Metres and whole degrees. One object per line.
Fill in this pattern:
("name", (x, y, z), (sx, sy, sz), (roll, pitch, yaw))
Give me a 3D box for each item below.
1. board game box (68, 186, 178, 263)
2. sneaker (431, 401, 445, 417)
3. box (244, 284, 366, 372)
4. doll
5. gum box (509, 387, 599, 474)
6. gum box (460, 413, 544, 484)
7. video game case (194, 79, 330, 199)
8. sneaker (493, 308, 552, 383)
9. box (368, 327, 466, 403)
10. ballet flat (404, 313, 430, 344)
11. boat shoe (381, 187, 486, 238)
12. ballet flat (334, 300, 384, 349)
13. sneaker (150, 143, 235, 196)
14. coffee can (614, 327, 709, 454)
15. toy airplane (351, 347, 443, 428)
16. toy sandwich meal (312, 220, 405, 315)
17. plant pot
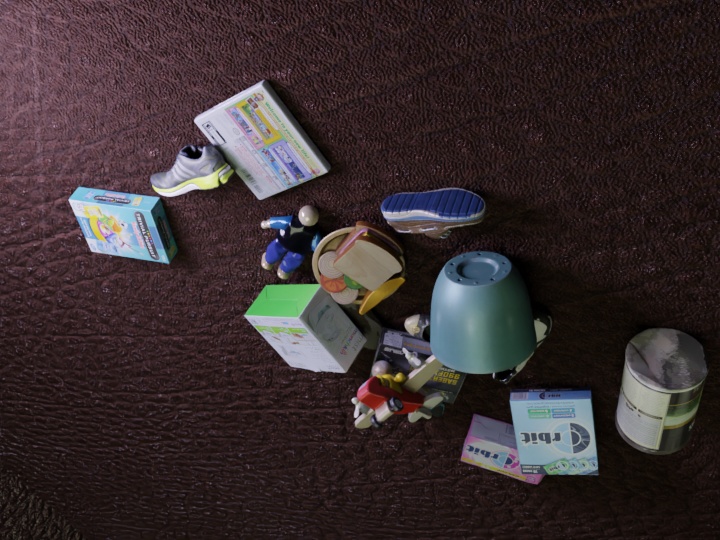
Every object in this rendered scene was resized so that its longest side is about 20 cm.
("board game box", (-0.508, -0.097, 1.747), (0.198, 0.047, 0.152), (8, 137, 17))
("sneaker", (0.098, 0.302, 1.870), (0.198, 0.074, 0.082), (5, 136, 21))
("box", (-0.118, 0.124, 1.726), (0.199, 0.097, 0.177), (-3, 135, 49))
("doll", (-0.138, -0.062, 1.616), (0.136, 0.049, 0.200), (31, 138, -10))
("gum box", (0.418, 0.347, 1.743), (0.168, 0.045, 0.202), (-4, 117, 18))
("gum box", (0.343, 0.416, 1.883), (0.198, 0.066, 0.114), (16, 137, 8))
("video game case", (-0.178, -0.231, 1.478), (0.181, 0.022, 0.200), (-17, 124, 36))
("sneaker", (0.321, 0.154, 1.613), (0.073, 0.080, 0.201), (23, 137, 2))
("box", (0.126, 0.208, 1.758), (0.198, 0.049, 0.159), (13, 138, -1))
("ballet flat", (0.182, 0.142, 1.667), (0.198, 0.057, 0.067), (21, 125, 13))
("boat shoe", (0.137, -0.099, 1.446), (0.198, 0.073, 0.073), (6, 142, 33))
("ballet flat", (0.000, 0.097, 1.729), (0.067, 0.047, 0.200), (-24, 129, 14))
("sneaker", (-0.329, -0.197, 1.551), (0.198, 0.074, 0.081), (-7, 118, 32))
("coffee can", (0.564, 0.229, 1.529), (0.145, 0.147, 0.201), (7, 136, 17))
("toy airplane", (0.076, 0.250, 1.699), (0.199, 0.142, 0.200), (-23, 151, -14))
("toy sandwich meal", (0.000, 0.000, 1.574), (0.203, 0.071, 0.207), (3, 126, 4))
("plant pot", (0.220, 0.063, 1.485), (0.199, 0.201, 0.162), (4, 122, 20))
